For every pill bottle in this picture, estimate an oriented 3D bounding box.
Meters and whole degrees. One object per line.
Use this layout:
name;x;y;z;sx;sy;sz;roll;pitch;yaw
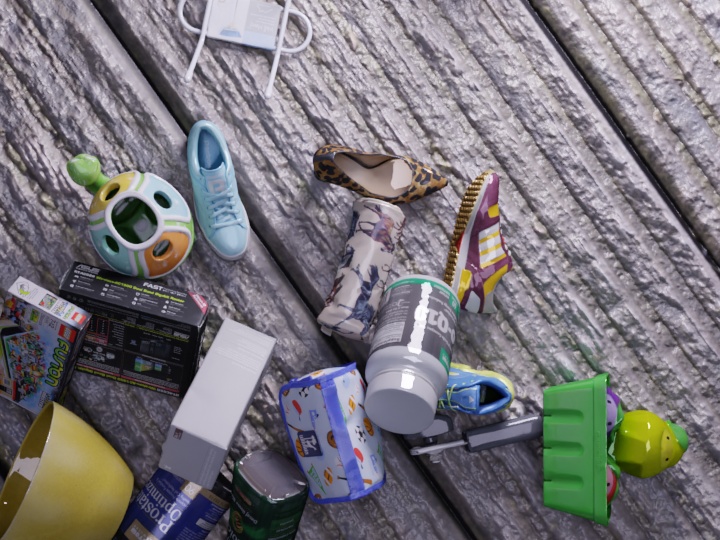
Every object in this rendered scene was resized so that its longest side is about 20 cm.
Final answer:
pill bottle;0.068;0.113;1.560;0.112;0.114;0.201;17;47;-2
pill bottle;-0.268;0.349;1.575;0.111;0.112;0.201;38;85;-1

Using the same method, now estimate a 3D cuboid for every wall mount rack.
wall mount rack;-0.171;-0.333;1.636;0.197;0.075;0.176;11;86;-2

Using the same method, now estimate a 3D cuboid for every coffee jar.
coffee jar;-0.133;0.349;1.550;0.085;0.104;0.202;-14;127;-38

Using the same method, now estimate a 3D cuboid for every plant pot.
plant pot;-0.389;0.295;1.545;0.141;0.200;0.202;26;85;-20

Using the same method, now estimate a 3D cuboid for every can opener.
can opener;0.161;0.228;1.636;0.197;0.053;0.067;-8;87;-4

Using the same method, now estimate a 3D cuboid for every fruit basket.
fruit basket;0.357;0.245;1.610;0.213;0.155;0.219;-1;87;14

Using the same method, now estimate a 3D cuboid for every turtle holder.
turtle holder;-0.308;-0.080;1.578;0.139;0.132;0.188;-17;88;-4

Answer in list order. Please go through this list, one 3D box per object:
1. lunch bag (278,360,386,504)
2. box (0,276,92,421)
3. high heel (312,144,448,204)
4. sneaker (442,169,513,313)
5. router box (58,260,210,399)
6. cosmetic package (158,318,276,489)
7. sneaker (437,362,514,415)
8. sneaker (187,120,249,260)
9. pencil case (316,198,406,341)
lunch bag;-0.034;0.216;1.552;0.122;0.200;0.172;-17;89;-4
box;-0.436;0.108;1.553;0.109;0.035;0.201;27;130;-1
high heel;0.031;-0.134;1.603;0.197;0.143;0.072;5;86;-3
sneaker;0.180;-0.039;1.648;0.089;0.075;0.202;15;92;-10
router box;-0.311;0.084;1.570;0.198;0.062;0.151;16;130;-2
cosmetic package;-0.190;0.176;1.543;0.089;0.107;0.201;22;48;-3
sneaker;0.122;0.162;1.611;0.197;0.105;0.077;2;86;-4
sneaker;-0.206;-0.113;1.618;0.073;0.082;0.202;-18;88;-3
pencil case;0.000;0.000;1.627;0.077;0.089;0.202;20;86;-29
